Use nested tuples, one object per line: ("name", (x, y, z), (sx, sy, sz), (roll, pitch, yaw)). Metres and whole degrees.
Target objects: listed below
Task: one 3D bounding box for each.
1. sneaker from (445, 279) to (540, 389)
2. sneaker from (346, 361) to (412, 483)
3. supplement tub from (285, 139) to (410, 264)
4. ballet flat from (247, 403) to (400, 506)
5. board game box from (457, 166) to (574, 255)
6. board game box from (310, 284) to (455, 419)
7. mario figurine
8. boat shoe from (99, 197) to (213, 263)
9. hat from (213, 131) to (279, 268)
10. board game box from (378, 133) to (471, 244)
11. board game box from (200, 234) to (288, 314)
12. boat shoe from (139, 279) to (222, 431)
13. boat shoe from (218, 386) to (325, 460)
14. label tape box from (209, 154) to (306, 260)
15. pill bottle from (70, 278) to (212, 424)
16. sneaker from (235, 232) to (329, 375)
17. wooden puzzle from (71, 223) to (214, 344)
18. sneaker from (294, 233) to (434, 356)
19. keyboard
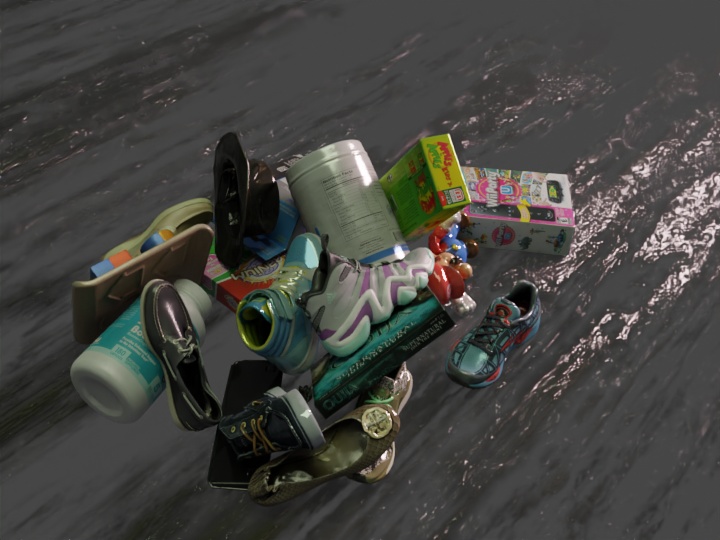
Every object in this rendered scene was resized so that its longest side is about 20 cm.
("sneaker", (0.186, 0.081, 1.079), (0.079, 0.096, 0.200), (28, 48, 27))
("sneaker", (0.019, 0.174, 0.978), (0.076, 0.089, 0.201), (10, 44, 9))
("supplement tub", (-0.017, -0.074, 1.133), (0.131, 0.132, 0.202), (-21, 82, -23))
("ballet flat", (-0.043, 0.217, 0.905), (0.199, 0.046, 0.068), (-26, 63, -4))
("board game box", (0.254, -0.105, 1.308), (0.198, 0.065, 0.148), (5, 42, 4))
("board game box", (0.022, 0.098, 0.995), (0.199, 0.028, 0.135), (-37, 15, 3))
("mario figurine", (0.148, -0.014, 1.164), (0.123, 0.106, 0.200), (36, 36, -3))
("boat shoe", (-0.307, -0.037, 1.197), (0.199, 0.072, 0.065), (-35, 64, -11))
("hat", (-0.167, -0.105, 1.156), (0.080, 0.202, 0.201), (-1, 40, -27))
("board game box", (0.083, -0.110, 1.119), (0.047, 0.200, 0.103), (-15, 82, -22))
("board game box", (-0.157, 0.002, 1.193), (0.199, 0.041, 0.153), (31, 50, 28))
("boat shoe", (-0.220, 0.105, 0.972), (0.062, 0.202, 0.072), (-9, 7, 38))
("boat shoe", (-0.106, 0.187, 0.890), (0.090, 0.200, 0.071), (-29, 94, -18))
("label tape box", (-0.123, -0.108, 1.244), (0.144, 0.064, 0.199), (32, 42, 30))
("pill bottle", (-0.283, 0.099, 1.033), (0.110, 0.111, 0.200), (19, 46, 18))
("sneaker", (-0.101, 0.028, 1.020), (0.079, 0.130, 0.202), (-7, 67, 30))
("wooden puzzle", (-0.310, 0.012, 1.073), (0.199, 0.186, 0.046), (-28, 74, -31))
("sneaker", (0.000, 0.000, 1.007), (0.200, 0.140, 0.078), (-43, 16, -23))
("keyboard", (-0.122, 0.197, 1.001), (0.126, 0.021, 0.201), (1, 44, 3))
